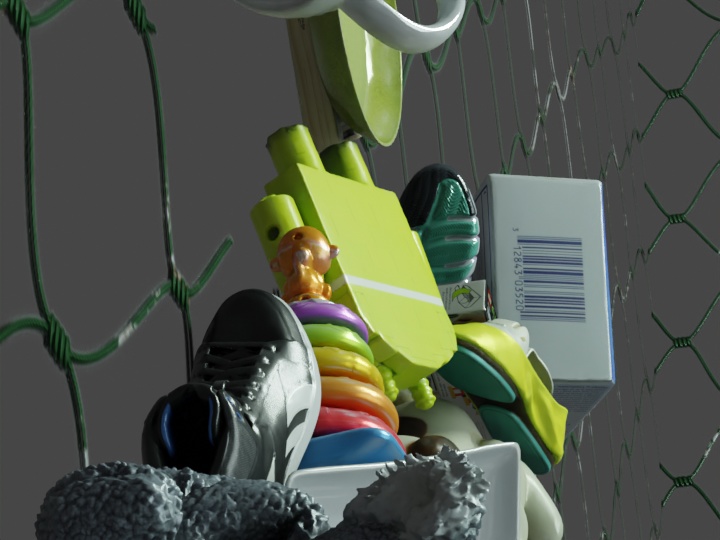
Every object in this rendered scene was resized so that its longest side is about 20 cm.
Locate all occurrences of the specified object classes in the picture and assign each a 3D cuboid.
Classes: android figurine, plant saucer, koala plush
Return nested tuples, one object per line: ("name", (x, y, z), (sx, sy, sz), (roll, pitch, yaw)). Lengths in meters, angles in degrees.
("android figurine", (0.000, 0.000, 1.570), (0.182, 0.041, 0.201), (12, 51, -57))
("plant saucer", (-0.007, -0.187, 1.701), (0.200, 0.031, 0.201), (-7, 90, -78))
("koala plush", (-0.023, 0.163, 1.128), (0.184, 0.199, 0.178), (-16, 99, -67))

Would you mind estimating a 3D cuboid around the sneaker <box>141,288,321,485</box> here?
("sneaker", (-0.072, 0.072, 1.300), (0.112, 0.073, 0.201), (69, 20, -51))

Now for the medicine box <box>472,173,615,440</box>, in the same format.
("medicine box", (0.136, 0.040, 2.005), (0.200, 0.102, 0.183), (117, -27, -67))

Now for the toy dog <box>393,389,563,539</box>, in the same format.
("toy dog", (0.047, 0.157, 1.638), (0.200, 0.139, 0.195), (-8, 82, -77))

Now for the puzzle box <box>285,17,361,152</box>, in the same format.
("puzzle box", (-0.029, -0.192, 1.737), (0.133, 0.025, 0.201), (-42, 124, -75))

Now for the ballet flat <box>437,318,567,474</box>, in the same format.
("ballet flat", (0.104, 0.075, 1.705), (0.067, 0.067, 0.200), (-64, 145, -22))

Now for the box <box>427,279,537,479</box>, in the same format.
("box", (0.063, 0.097, 1.791), (0.035, 0.110, 0.200), (-83, 162, -47))

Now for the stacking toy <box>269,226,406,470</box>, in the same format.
("stacking toy", (-0.030, 0.059, 1.433), (0.110, 0.116, 0.201), (61, 19, -54))

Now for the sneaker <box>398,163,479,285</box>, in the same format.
("sneaker", (0.058, 0.007, 1.948), (0.088, 0.074, 0.201), (-101, -169, -77))

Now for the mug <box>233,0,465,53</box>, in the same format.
("mug", (-0.013, -0.219, 1.485), (0.200, 0.148, 0.175), (44, 34, -9))

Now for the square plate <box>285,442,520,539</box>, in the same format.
("square plate", (0.019, 0.203, 1.353), (0.200, 0.028, 0.199), (-3, 96, -46))
